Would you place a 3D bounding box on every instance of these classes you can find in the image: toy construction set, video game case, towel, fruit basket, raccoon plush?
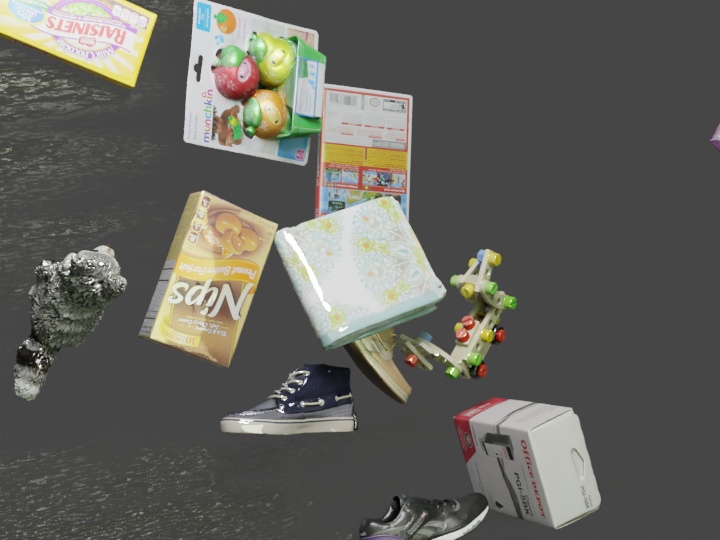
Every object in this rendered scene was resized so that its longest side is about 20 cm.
[{"bbox_3d":[0.146,0.076,1.679,0.200,0.092,0.131,-47,135,-14],"label":"toy construction set"},{"bbox_3d":[0.005,-0.153,1.659,0.142,0.017,0.201,3,87,-27],"label":"video game case"},{"bbox_3d":[0.000,0.000,1.589,0.199,0.048,0.172,-19,72,-28],"label":"towel"},{"bbox_3d":[-0.135,-0.242,1.535,0.199,0.093,0.187,9,84,-46],"label":"fruit basket"},{"bbox_3d":[-0.340,0.064,1.412,0.096,0.134,0.201,13,82,-27],"label":"raccoon plush"}]

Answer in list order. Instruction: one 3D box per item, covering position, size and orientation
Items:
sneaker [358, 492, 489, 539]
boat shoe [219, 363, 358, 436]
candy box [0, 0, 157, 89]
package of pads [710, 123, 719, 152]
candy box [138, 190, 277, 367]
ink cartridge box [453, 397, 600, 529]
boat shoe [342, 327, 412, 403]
[{"bbox_3d":[0.090,0.344,1.658,0.199,0.076,0.088,-24,93,-25],"label":"sneaker"},{"bbox_3d":[-0.096,0.172,1.575,0.199,0.075,0.093,3,80,-34],"label":"boat shoe"},{"bbox_3d":[-0.361,-0.310,1.474,0.199,0.026,0.103,20,83,-25],"label":"candy box"},{"bbox_3d":[0.681,-0.204,1.970,0.200,0.076,0.121,39,74,-21],"label":"package of pads"},{"bbox_3d":[-0.196,0.012,1.531,0.115,0.055,0.201,23,78,-24],"label":"candy box"},{"bbox_3d":[0.229,0.266,1.657,0.083,0.200,0.148,-20,97,-25],"label":"ink cartridge box"},{"bbox_3d":[0.015,0.094,1.625,0.069,0.074,0.200,-42,106,-15],"label":"boat shoe"}]
